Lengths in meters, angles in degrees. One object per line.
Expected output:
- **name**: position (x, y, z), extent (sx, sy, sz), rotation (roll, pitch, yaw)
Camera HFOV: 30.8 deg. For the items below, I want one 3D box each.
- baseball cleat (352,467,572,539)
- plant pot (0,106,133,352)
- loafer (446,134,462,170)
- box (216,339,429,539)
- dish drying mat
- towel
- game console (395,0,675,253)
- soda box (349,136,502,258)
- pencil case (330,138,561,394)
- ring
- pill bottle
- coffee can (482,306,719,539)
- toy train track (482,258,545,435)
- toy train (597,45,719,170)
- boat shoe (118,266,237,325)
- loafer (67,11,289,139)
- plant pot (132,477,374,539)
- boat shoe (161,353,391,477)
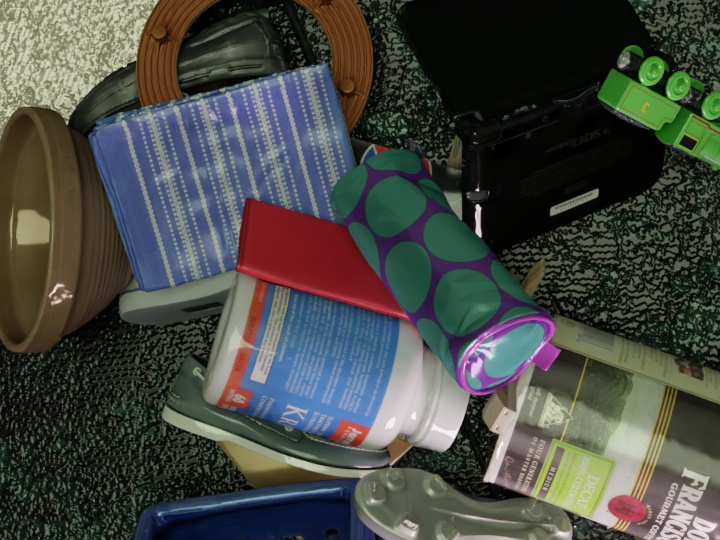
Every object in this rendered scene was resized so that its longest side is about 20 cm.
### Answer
- **baseball cleat**: position (0.072, 0.214, 1.054), extent (0.198, 0.107, 0.070), rotation (16, 51, -20)
- **plant pot**: position (-0.245, -0.033, 1.095), extent (0.092, 0.200, 0.204), rotation (1, 91, -30)
- **loafer**: position (0.101, -0.177, 1.083), extent (0.062, 0.072, 0.203), rotation (1, 94, 15)
- **box**: position (-0.029, 0.108, 1.125), extent (0.200, 0.021, 0.164), rotation (-42, 85, 7)
- **dish drying mat**: position (0.000, 0.000, 1.024), extent (0.198, 0.077, 0.018), rotation (16, 137, -13)
- **towel**: position (-0.102, -0.072, 1.035), extent (0.197, 0.024, 0.147), rotation (-15, 106, 1)
- **game console**: position (0.138, -0.135, 1.042), extent (0.198, 0.116, 0.178), rotation (-22, 130, -23)
- **soda box**: position (0.029, -0.063, 1.090), extent (0.198, 0.071, 0.064), rotation (17, 88, 7)
- **pencil case**: position (0.059, -0.004, 0.964), extent (0.085, 0.092, 0.201), rotation (-53, 51, 23)
- **ring**: position (-0.088, -0.170, 1.072), extent (0.197, 0.019, 0.203), rotation (-1, 77, 3)
- **pill bottle**: position (-0.017, 0.077, 1.033), extent (0.198, 0.112, 0.114), rotation (17, 93, -9)
- **coffee can**: position (0.212, 0.131, 1.032), extent (0.198, 0.146, 0.148), rotation (19, 93, 7)
- **toy train track**: position (0.104, 0.056, 1.021), extent (0.032, 0.201, 0.115), rotation (23, 119, -6)
- **toy train**: position (0.266, -0.116, 1.024), extent (0.198, 0.042, 0.057), rotation (21, 105, -32)
- **boat shoe**: position (-0.114, -0.003, 1.106), extent (0.197, 0.074, 0.066), rotation (-9, 71, 11)
- **loafer**: position (-0.154, -0.149, 1.112), extent (0.199, 0.068, 0.071), rotation (-26, 70, 4)
- **plant pot**: position (-0.075, 0.304, 1.036), extent (0.197, 0.201, 0.181), rotation (-8, 124, 7)
- **boat shoe**: position (-0.065, 0.121, 1.082), extent (0.198, 0.073, 0.063), rotation (16, 91, 7)
